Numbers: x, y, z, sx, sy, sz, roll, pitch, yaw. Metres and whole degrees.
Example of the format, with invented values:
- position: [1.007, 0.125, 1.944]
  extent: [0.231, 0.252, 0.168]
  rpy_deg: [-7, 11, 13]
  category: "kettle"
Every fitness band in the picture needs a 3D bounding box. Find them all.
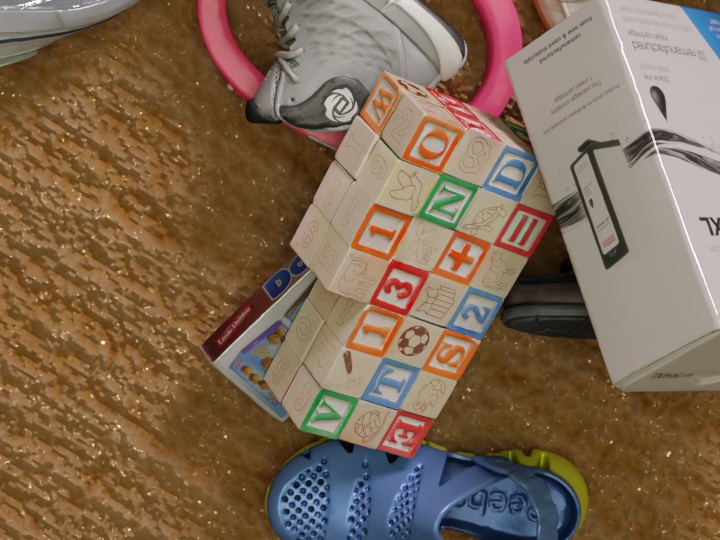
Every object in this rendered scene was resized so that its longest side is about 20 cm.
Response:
- position: [0.000, -0.144, 1.247]
  extent: [0.199, 0.037, 0.144]
  rpy_deg: [28, 92, -8]
  category: "fitness band"

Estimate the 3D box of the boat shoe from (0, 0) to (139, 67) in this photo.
- position: [-0.215, -0.153, 1.216]
  extent: [0.199, 0.067, 0.074]
  rpy_deg: [-13, 68, -21]
  category: "boat shoe"

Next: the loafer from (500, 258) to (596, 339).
- position: [0.180, 0.007, 1.268]
  extent: [0.198, 0.072, 0.064]
  rpy_deg: [1, 78, -10]
  category: "loafer"

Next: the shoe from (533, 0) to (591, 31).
- position: [0.128, -0.213, 1.235]
  extent: [0.069, 0.053, 0.202]
  rpy_deg: [-11, 98, -2]
  category: "shoe"

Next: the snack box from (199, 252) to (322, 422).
- position: [0.000, 0.000, 1.251]
  extent: [0.200, 0.024, 0.072]
  rpy_deg: [-44, 130, 4]
  category: "snack box"

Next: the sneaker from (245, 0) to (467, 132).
- position: [-0.045, -0.144, 1.189]
  extent: [0.200, 0.075, 0.116]
  rpy_deg: [39, 93, -8]
  category: "sneaker"

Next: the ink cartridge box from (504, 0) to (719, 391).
- position: [0.181, -0.041, 1.174]
  extent: [0.084, 0.145, 0.201]
  rpy_deg: [-32, 67, 39]
  category: "ink cartridge box"

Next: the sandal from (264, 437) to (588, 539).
- position: [0.042, 0.140, 1.260]
  extent: [0.198, 0.087, 0.080]
  rpy_deg: [-1, 99, -2]
  category: "sandal"

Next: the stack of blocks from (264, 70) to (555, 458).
- position: [0.022, 0.000, 1.208]
  extent: [0.115, 0.059, 0.201]
  rpy_deg: [18, 110, -33]
  category: "stack of blocks"
